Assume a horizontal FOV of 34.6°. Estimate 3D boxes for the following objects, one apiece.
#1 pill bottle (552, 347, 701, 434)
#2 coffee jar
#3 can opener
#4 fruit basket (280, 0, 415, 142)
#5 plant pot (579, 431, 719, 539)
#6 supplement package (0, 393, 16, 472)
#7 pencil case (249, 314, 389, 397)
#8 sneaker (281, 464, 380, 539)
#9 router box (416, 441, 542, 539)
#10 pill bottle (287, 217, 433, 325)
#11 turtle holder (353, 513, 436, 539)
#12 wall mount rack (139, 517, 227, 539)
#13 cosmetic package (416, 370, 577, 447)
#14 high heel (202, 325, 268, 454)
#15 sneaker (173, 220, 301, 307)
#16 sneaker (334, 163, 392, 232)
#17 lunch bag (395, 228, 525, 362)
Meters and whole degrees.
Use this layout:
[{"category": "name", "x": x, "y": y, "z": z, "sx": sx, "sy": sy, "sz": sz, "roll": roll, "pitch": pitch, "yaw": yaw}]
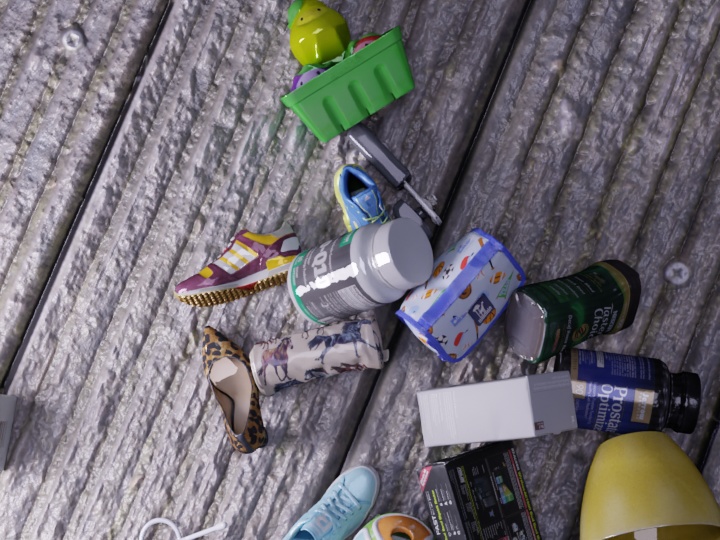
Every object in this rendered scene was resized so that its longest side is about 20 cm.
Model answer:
[{"category": "pill bottle", "x": 0.371, "y": 0.174, "z": 1.627, "sx": 0.197, "sy": 0.112, "sz": 0.113, "roll": 7, "pitch": 84, "yaw": 5}, {"category": "coffee jar", "x": 0.301, "y": 0.054, "z": 1.613, "sx": 0.198, "sy": 0.105, "sz": 0.085, "roll": -17, "pitch": 39, "yaw": -31}, {"category": "can opener", "x": 0.048, "y": -0.133, "z": 1.716, "sx": 0.066, "sy": 0.053, "sz": 0.201, "roll": -39, "pitch": 82, "yaw": 0}, {"category": "fruit basket", "x": -0.040, "y": -0.316, "z": 1.707, "sx": 0.213, "sy": 0.156, "sz": 0.219, "roll": -1, "pitch": 98, "yaw": -5}, {"category": "plant pot", "x": 0.389, "y": 0.304, "z": 1.585, "sx": 0.197, "sy": 0.201, "sz": 0.144, "roll": -7, "pitch": 64, "yaw": 3}, {"category": "supplement package", "x": -0.626, "y": 0.224, "z": 1.688, "sx": 0.197, "sy": 0.117, "sz": 0.119, "roll": 9, "pitch": 84, "yaw": 5}, {"category": "pencil case", "x": -0.059, "y": 0.125, "z": 1.681, "sx": 0.198, "sy": 0.090, "sz": 0.078, "roll": -14, "pitch": 56, "yaw": 2}, {"category": "sneaker", "x": -0.046, "y": 0.362, "z": 1.649, "sx": 0.074, "sy": 0.082, "sz": 0.200, "roll": 40, "pitch": 87, "yaw": 7}, {"category": "router box", "x": 0.172, "y": 0.348, "z": 1.603, "sx": 0.149, "sy": 0.062, "sz": 0.202, "roll": -9, "pitch": 80, "yaw": -42}, {"category": "pill bottle", "x": 0.000, "y": 0.000, "z": 1.627, "sx": 0.199, "sy": 0.112, "sz": 0.114, "roll": -21, "pitch": 80, "yaw": 41}, {"category": "turtle holder", "x": 0.034, "y": 0.430, "z": 1.602, "sx": 0.141, "sy": 0.132, "sz": 0.186, "roll": 41, "pitch": 87, "yaw": 7}, {"category": "wall mount rack", "x": -0.247, "y": 0.447, "z": 1.656, "sx": 0.172, "sy": 0.075, "sz": 0.202, "roll": -21, "pitch": 83, "yaw": 1}, {"category": "cosmetic package", "x": 0.187, "y": 0.192, "z": 1.592, "sx": 0.199, "sy": 0.106, "sz": 0.091, "roll": -17, "pitch": 79, "yaw": 41}, {"category": "high heel", "x": -0.186, "y": 0.164, "z": 1.651, "sx": 0.071, "sy": 0.143, "sz": 0.202, "roll": -26, "pitch": 82, "yaw": 0}, {"category": "sneaker", "x": -0.185, "y": -0.010, "z": 1.714, "sx": 0.198, "sy": 0.075, "sz": 0.091, "roll": -15, "pitch": 74, "yaw": -4}, {"category": "sneaker", "x": 0.013, "y": -0.067, "z": 1.684, "sx": 0.075, "sy": 0.105, "sz": 0.201, "roll": -29, "pitch": 82, "yaw": 0}, {"category": "lunch bag", "x": 0.139, "y": 0.036, "z": 1.616, "sx": 0.124, "sy": 0.200, "sz": 0.170, "roll": 41, "pitch": 86, "yaw": 8}]
